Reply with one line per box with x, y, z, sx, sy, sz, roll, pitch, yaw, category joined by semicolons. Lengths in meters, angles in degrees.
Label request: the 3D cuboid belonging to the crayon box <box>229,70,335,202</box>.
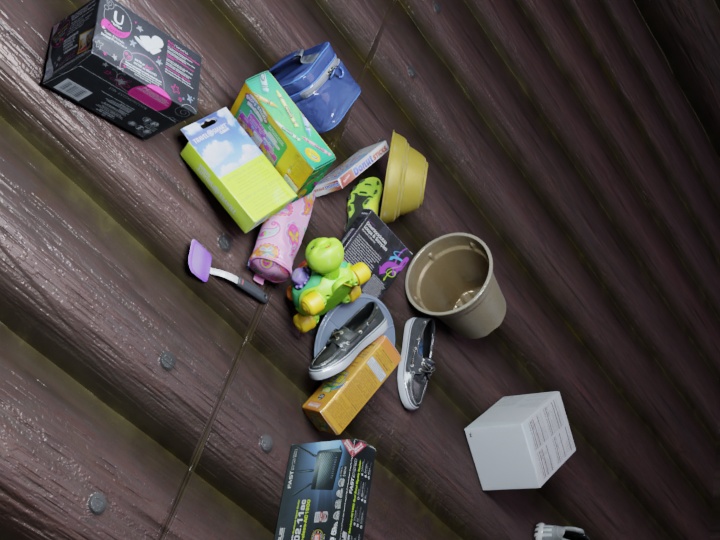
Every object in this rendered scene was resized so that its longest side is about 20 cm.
-0.142;-0.233;1.662;0.058;0.119;0.200;-33;83;-35;crayon box

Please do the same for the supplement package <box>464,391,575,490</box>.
0.363;0.383;2.138;0.200;0.151;0.151;-24;99;-51;supplement package

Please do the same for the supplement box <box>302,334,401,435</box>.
-0.015;0.208;1.748;0.200;0.066;0.069;-50;118;-27;supplement box

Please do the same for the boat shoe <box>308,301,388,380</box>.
-0.028;0.127;1.734;0.200;0.069;0.057;-38;116;-37;boat shoe

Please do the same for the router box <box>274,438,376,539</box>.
-0.062;0.391;1.608;0.062;0.150;0.201;35;53;-40;router box

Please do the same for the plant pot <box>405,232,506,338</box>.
0.226;0.050;2.057;0.184;0.200;0.201;46;46;-47;plant pot

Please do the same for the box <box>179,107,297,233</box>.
-0.215;-0.173;1.625;0.200;0.048;0.122;51;46;1;box

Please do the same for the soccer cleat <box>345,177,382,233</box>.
0.007;-0.101;1.928;0.084;0.064;0.201;66;30;-51;soccer cleat

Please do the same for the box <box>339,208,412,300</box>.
0.000;0.000;1.835;0.200;0.036;0.143;-53;124;-14;box

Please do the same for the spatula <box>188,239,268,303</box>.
-0.225;0.013;1.623;0.200;0.021;0.057;33;53;-42;spatula

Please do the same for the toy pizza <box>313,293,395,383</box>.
-0.014;0.142;1.809;0.200;0.032;0.201;-8;102;-40;toy pizza

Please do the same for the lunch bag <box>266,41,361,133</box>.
-0.107;-0.329;1.729;0.132;0.200;0.136;51;50;-25;lunch bag

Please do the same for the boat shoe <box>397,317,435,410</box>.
0.127;0.190;1.971;0.070;0.066;0.201;34;55;-41;boat shoe

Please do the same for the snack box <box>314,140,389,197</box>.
-0.018;-0.207;1.906;0.200;0.072;0.024;-44;114;-48;snack box

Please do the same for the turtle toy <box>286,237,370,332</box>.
-0.065;0.014;1.679;0.146;0.200;0.101;-32;75;-26;turtle toy

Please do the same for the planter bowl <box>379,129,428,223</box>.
0.092;-0.182;1.937;0.200;0.083;0.201;9;90;-88;planter bowl

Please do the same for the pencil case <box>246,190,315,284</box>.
-0.142;-0.073;1.704;0.087;0.087;0.201;41;50;-37;pencil case

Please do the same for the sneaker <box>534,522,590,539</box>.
0.509;0.665;2.265;0.200;0.115;0.075;41;50;-36;sneaker

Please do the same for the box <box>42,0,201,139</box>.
-0.363;-0.310;1.459;0.200;0.132;0.115;28;55;-44;box
